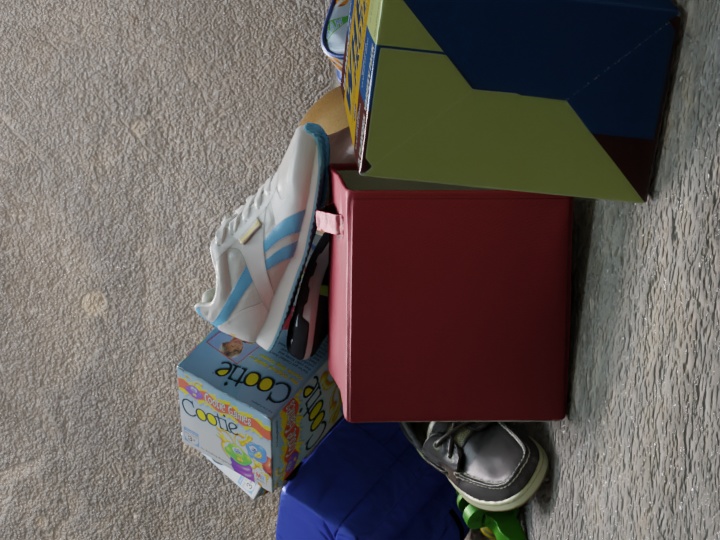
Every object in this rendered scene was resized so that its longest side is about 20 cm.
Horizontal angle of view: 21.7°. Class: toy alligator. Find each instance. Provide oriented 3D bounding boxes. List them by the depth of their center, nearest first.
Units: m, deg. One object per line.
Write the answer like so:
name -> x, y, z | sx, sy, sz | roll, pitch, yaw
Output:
toy alligator -> 0.106, 0.160, 1.602 | 0.060, 0.054, 0.201 | 102, 170, -45

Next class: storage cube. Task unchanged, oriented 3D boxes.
storage cube -> 0.064, 0.013, 1.488 | 0.171, 0.198, 0.181 | -121, 31, -78

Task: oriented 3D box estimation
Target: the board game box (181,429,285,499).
board game box -> -0.060, 0.127, 1.832 | 0.200, 0.103, 0.105 | -19, -38, -53

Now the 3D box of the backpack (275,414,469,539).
backpack -> 0.033, 0.197, 1.763 | 0.200, 0.167, 0.163 | -51, -9, -27

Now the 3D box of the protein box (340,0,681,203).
protein box -> 0.095, -0.152, 1.304 | 0.200, 0.197, 0.136 | -101, 17, -68

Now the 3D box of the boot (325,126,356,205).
boot -> 0.010, -0.130, 1.639 | 0.064, 0.186, 0.200 | 55, 166, 7

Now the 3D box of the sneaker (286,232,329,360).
sneaker -> 0.000, 0.000, 1.621 | 0.072, 0.082, 0.201 | 108, -175, -53

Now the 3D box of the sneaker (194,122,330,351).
sneaker -> -0.078, -0.032, 1.556 | 0.077, 0.080, 0.201 | -68, -2, -69

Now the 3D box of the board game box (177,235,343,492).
board game box -> -0.061, 0.079, 1.674 | 0.200, 0.104, 0.103 | -46, -28, -36

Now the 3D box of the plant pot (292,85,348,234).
plant pot -> 0.029, -0.086, 1.914 | 0.200, 0.185, 0.188 | -118, 33, -72

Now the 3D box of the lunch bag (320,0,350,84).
lunch bag -> 0.076, -0.215, 1.531 | 0.076, 0.199, 0.161 | 60, -137, -55

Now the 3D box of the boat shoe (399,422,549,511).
boat shoe -> 0.081, 0.139, 1.544 | 0.072, 0.066, 0.201 | -52, 26, -5
